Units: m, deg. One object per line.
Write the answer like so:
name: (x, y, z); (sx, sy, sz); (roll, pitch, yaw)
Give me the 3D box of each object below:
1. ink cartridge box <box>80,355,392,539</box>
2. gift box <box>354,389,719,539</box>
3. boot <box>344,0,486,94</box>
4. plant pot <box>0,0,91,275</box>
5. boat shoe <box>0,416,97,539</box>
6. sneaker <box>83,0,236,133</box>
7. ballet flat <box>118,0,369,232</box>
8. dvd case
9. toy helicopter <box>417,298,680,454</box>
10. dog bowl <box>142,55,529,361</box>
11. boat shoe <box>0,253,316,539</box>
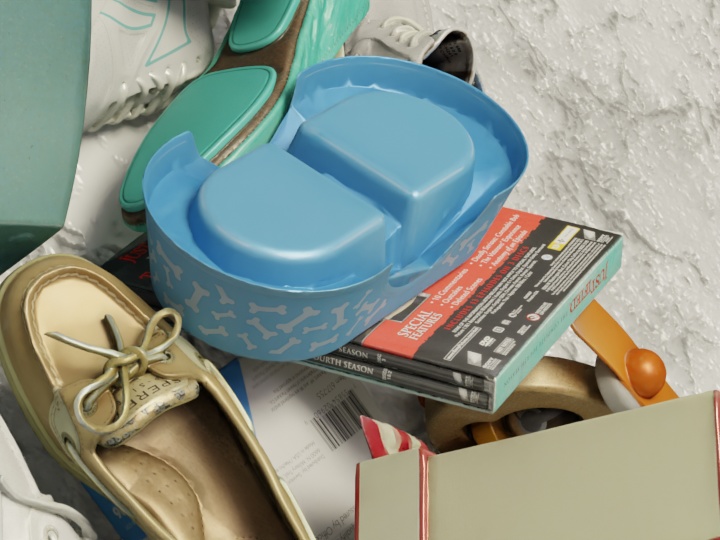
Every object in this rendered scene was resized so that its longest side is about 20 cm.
ink cartridge box: (-0.014, 0.133, 0.958); (0.200, 0.068, 0.116); (54, 44, 2)
gift box: (0.089, 0.147, 0.845); (0.200, 0.186, 0.185); (35, 49, -44)
boot: (0.030, -0.099, 1.123); (0.073, 0.096, 0.201); (23, 51, -27)
plant pot: (-0.197, -0.096, 0.910); (0.141, 0.141, 0.201); (2, 68, -38)
boat shoe: (-0.130, 0.123, 0.866); (0.086, 0.075, 0.203); (-1, 67, -39)
sneaker: (-0.110, -0.103, 1.031); (0.080, 0.070, 0.201); (43, 43, -17)
ballet flat: (-0.043, -0.079, 1.025); (0.070, 0.067, 0.200); (52, 49, -35)
dvd case: (0.000, 0.000, 0.987); (0.199, 0.022, 0.146); (14, 32, 23)
toy helicopter: (0.129, 0.070, 1.048); (0.199, 0.132, 0.079); (10, 56, -19)
dog bowl: (-0.012, -0.027, 0.940); (0.111, 0.050, 0.200); (33, 40, 22)
boat shoe: (-0.070, 0.072, 0.866); (0.073, 0.063, 0.200); (-39, 89, -22)
